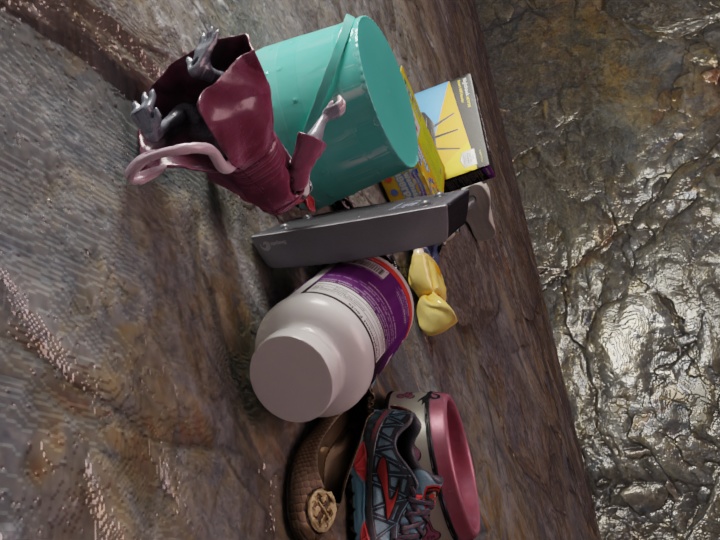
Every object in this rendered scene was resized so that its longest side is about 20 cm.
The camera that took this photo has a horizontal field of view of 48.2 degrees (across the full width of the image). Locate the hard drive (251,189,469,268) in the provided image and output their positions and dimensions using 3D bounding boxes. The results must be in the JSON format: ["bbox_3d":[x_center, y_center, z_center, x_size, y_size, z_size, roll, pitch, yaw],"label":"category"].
[{"bbox_3d":[0.005,-0.042,0.803,0.135,0.197,0.043,-35,116,-69],"label":"hard drive"}]

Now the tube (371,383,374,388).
[{"bbox_3d":[0.011,0.086,0.945,0.200,0.050,0.079,-51,147,-70],"label":"tube"}]

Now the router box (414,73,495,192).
[{"bbox_3d":[0.153,-0.241,1.456,0.051,0.147,0.203,42,36,-57],"label":"router box"}]

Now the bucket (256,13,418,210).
[{"bbox_3d":[-0.025,-0.184,0.927,0.207,0.133,0.210,-17,90,-71],"label":"bucket"}]

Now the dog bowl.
[{"bbox_3d":[0.090,0.238,0.963,0.200,0.073,0.203,-14,90,-79],"label":"dog bowl"}]

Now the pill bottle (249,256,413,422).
[{"bbox_3d":[-0.025,0.061,0.749,0.114,0.111,0.200,70,24,-10],"label":"pill bottle"}]

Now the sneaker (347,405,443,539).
[{"bbox_3d":[0.040,0.237,0.823,0.079,0.094,0.203,32,45,-62],"label":"sneaker"}]

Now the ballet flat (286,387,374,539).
[{"bbox_3d":[-0.022,0.171,0.767,0.201,0.046,0.068,-65,138,-56],"label":"ballet flat"}]

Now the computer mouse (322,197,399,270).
[{"bbox_3d":[0.000,0.000,0.975,0.141,0.046,0.201,50,18,-25],"label":"computer mouse"}]

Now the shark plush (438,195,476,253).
[{"bbox_3d":[0.133,-0.090,1.464,0.083,0.090,0.201,44,51,-19],"label":"shark plush"}]

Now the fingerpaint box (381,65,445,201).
[{"bbox_3d":[0.067,-0.197,1.292,0.168,0.072,0.202,-80,147,-55],"label":"fingerpaint box"}]

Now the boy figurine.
[{"bbox_3d":[0.110,0.007,1.264,0.125,0.064,0.202,58,21,-45],"label":"boy figurine"}]

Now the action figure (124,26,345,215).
[{"bbox_3d":[-0.088,-0.100,0.685,0.200,0.132,0.151,48,32,-46],"label":"action figure"}]

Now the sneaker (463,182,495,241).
[{"bbox_3d":[0.257,-0.168,1.822,0.201,0.073,0.117,64,17,-54],"label":"sneaker"}]
